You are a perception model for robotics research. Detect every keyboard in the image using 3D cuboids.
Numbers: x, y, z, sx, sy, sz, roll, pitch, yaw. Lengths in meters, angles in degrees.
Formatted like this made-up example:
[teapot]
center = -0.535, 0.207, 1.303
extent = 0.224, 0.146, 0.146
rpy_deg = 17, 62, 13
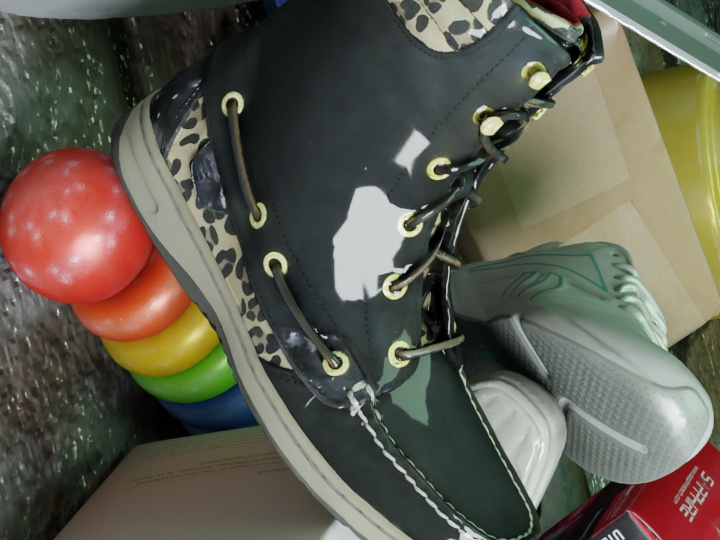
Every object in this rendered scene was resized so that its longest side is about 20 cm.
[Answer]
[keyboard]
center = 0.082, -0.133, 0.902
extent = 0.200, 0.011, 0.056
rpy_deg = 30, 26, -9

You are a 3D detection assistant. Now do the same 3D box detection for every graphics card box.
[graphics card box]
center = 0.070, 0.154, 0.891
extent = 0.051, 0.200, 0.125
rpy_deg = 49, 23, 3

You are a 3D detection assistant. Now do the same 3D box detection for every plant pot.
[plant pot]
center = 0.324, -0.071, 1.636
extent = 0.201, 0.188, 0.202
rpy_deg = -9, 90, -70

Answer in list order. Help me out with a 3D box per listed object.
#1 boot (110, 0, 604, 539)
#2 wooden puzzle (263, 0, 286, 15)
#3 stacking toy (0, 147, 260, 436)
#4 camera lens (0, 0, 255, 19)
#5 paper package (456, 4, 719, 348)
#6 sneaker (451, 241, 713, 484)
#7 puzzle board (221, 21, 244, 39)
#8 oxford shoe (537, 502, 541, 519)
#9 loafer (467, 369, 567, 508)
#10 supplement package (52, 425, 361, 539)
[boot]
center = 0.024, -0.013, 0.669
extent = 0.204, 0.154, 0.073
rpy_deg = 54, 29, 12
[wooden puzzle]
center = -0.026, -0.151, 0.881
extent = 0.200, 0.046, 0.186
rpy_deg = 102, -32, -77
[stacking toy]
center = -0.061, 0.017, 0.782
extent = 0.200, 0.085, 0.086
rpy_deg = 44, 41, -51
[camera lens]
center = -0.074, -0.200, 0.722
extent = 0.160, 0.159, 0.201
rpy_deg = 1, 80, -68
[paper package]
center = 0.077, -0.073, 1.043
extent = 0.200, 0.103, 0.191
rpy_deg = 62, 0, -38
[sneaker]
center = 0.087, 0.022, 0.817
extent = 0.071, 0.080, 0.200
rpy_deg = 66, -15, -20
[puzzle board]
center = 0.000, 0.000, 0.921
extent = 0.200, 0.017, 0.151
rpy_deg = 66, -6, -32
[oxford shoe]
center = 0.055, 0.124, 1.019
extent = 0.200, 0.084, 0.073
rpy_deg = -23, 100, -70
[loafer]
center = 0.022, 0.105, 0.821
extent = 0.070, 0.200, 0.070
rpy_deg = 47, 39, 12
[supplement package]
center = -0.047, 0.146, 0.699
extent = 0.200, 0.119, 0.122
rpy_deg = -51, 127, -62
